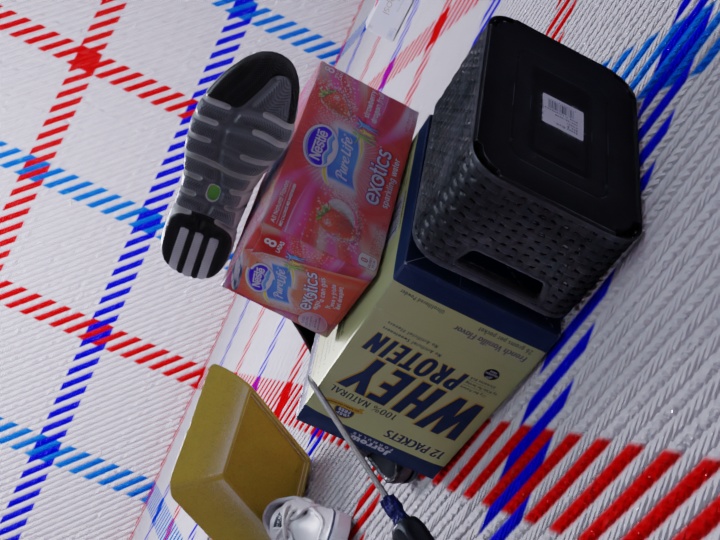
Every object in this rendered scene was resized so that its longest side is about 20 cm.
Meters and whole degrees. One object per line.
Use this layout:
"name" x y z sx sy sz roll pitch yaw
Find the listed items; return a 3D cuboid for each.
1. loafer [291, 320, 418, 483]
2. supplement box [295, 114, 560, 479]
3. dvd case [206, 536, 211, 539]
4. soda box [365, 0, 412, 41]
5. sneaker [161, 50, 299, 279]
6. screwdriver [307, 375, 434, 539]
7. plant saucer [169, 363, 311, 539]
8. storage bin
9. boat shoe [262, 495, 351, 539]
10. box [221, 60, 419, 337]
"loafer" -0.012 0.107 1.015 0.072 0.063 0.201 -49 56 43
"supplement box" 0.059 0.022 0.931 0.200 0.133 0.201 -56 14 40
"dvd case" -0.206 0.408 1.656 0.200 0.022 0.147 133 158 -62
"soda box" 0.081 -0.576 2.274 0.201 0.063 0.068 -61 11 20
"sneaker" -0.104 -0.100 0.900 0.201 0.075 0.116 -60 10 25
"screwdriver" 0.008 0.158 0.834 0.029 0.200 0.028 -5 -39 -54
"plant saucer" -0.124 0.235 1.295 0.048 0.201 0.201 -20 33 24
"storage bin" 0.127 -0.082 0.829 0.094 0.134 0.201 -55 15 43
"boat shoe" -0.064 0.273 1.155 0.074 0.065 0.200 -68 11 -16
"box" -0.030 -0.063 0.917 0.095 0.102 0.201 -53 15 47
